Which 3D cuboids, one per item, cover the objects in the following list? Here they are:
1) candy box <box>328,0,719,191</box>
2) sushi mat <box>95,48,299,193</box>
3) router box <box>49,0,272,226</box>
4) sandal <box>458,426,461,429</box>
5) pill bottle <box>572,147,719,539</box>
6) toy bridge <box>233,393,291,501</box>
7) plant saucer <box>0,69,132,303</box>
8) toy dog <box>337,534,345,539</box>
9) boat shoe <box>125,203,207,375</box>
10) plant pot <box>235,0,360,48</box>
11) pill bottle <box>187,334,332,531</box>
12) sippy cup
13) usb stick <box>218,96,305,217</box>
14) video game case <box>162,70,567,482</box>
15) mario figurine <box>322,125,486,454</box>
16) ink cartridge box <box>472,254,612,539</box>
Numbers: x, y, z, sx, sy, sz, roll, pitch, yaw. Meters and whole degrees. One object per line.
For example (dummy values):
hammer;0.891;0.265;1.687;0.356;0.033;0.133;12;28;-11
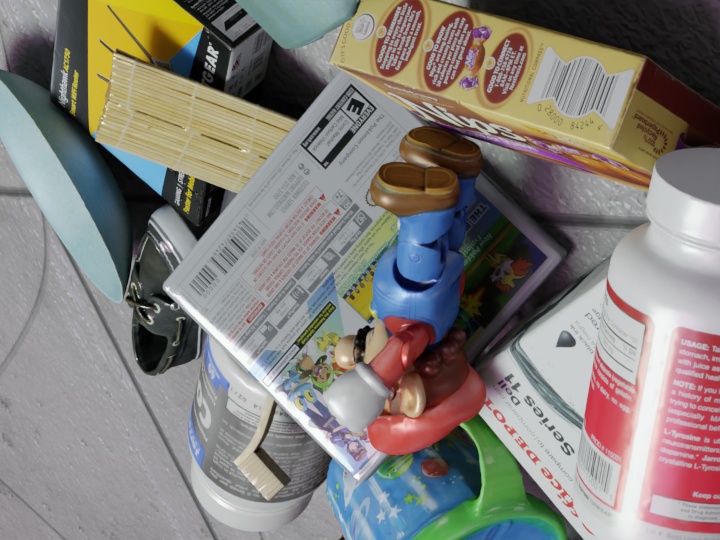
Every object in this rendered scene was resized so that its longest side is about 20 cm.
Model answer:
candy box;0.094;-0.097;1.286;0.199;0.057;0.116;19;177;38
sushi mat;-0.073;-0.079;1.524;0.199;0.012;0.096;21;142;-3
router box;-0.135;-0.141;1.575;0.149;0.051;0.200;40;148;15
sandal;0.027;0.098;1.624;0.082;0.055;0.200;41;147;13
pill bottle;0.178;0.044;1.224;0.112;0.112;0.201;25;119;34
toy bridge;-0.011;0.061;1.544;0.200;0.027;0.067;-44;87;13
plant saucer;-0.214;-0.071;1.727;0.201;0.039;0.201;52;164;21
toy dog;0.063;0.241;1.652;0.199;0.139;0.195;29;147;34
boat shoe;-0.140;0.022;1.710;0.069;0.056;0.200;51;163;21
plant pot;-0.046;-0.239;1.255;0.196;0.200;0.200;49;149;-16
pill bottle;-0.063;0.097;1.679;0.114;0.114;0.200;39;146;16
sippy cup;0.046;0.162;1.535;0.139;0.178;0.131;31;-163;-50
usb stick;-0.068;-0.046;1.606;0.055;0.033;0.200;24;145;4
video game case;0.000;0.000;1.475;0.182;0.022;0.200;44;107;9
mario figurine;0.016;0.019;1.394;0.106;0.123;0.201;38;133;45
ink cartridge box;0.166;0.071;1.399;0.147;0.083;0.200;50;149;1
